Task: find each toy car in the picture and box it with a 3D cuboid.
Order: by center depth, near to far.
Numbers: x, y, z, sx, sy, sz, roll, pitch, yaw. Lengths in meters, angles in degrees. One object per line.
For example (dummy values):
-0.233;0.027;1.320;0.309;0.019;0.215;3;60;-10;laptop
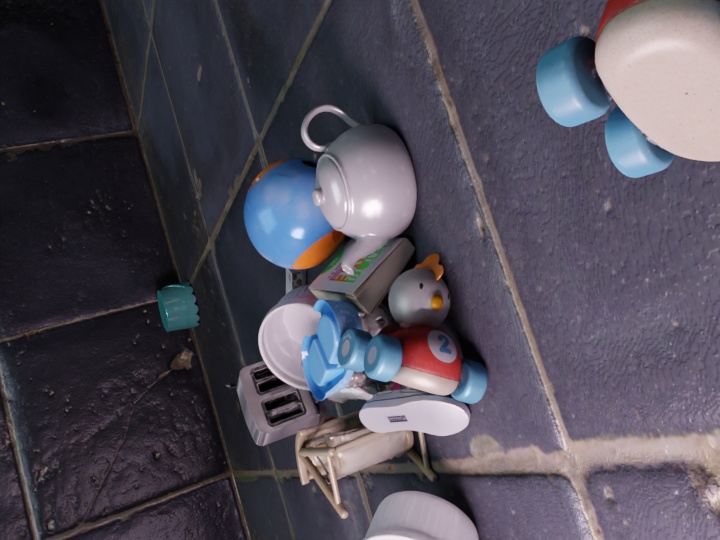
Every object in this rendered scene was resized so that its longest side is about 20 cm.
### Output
0.256;-0.205;0.524;0.183;0.175;0.205;-14;58;53;toy car
0.090;0.070;1.032;0.176;0.181;0.205;2;77;64;toy car

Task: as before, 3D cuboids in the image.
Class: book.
0.000;0.000;1.193;0.048;0.134;0.199;46;163;-20;book

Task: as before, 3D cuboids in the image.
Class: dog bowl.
-0.046;0.128;1.149;0.113;0.049;0.202;64;150;33;dog bowl

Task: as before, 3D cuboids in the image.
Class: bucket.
-0.773;0.155;2.960;0.207;0.132;0.212;39;136;53;bucket

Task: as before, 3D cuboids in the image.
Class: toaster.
-0.214;0.319;1.744;0.119;0.196;0.184;112;138;-59;toaster

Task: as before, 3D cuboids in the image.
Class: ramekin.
0.099;0.454;1.141;0.196;0.098;0.204;12;131;14;ramekin
-0.096;0.126;1.390;0.106;0.195;0.204;-66;-21;-60;ramekin

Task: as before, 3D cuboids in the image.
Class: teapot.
-0.012;-0.136;1.115;0.201;0.143;0.201;50;145;45;teapot

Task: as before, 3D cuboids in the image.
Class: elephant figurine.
0.025;0.098;1.214;0.142;0.151;0.204;-82;4;-61;elephant figurine

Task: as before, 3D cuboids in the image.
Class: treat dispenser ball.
-0.117;-0.105;1.295;0.201;0.197;0.205;42;140;50;treat dispenser ball

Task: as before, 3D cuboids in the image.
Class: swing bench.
0.001;0.323;1.270;0.199;0.195;0.133;7;110;63;swing bench

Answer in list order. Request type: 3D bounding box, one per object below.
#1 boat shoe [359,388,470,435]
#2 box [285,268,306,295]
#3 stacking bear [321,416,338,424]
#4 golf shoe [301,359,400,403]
0.092;0.223;1.138;0.197;0.066;0.073;-14;114;36;boat shoe
-0.154;0.075;1.672;0.042;0.038;0.204;49;145;47;box
-0.033;0.374;1.494;0.200;0.119;0.116;119;140;-69;stacking bear
-0.018;0.213;1.321;0.196;0.076;0.093;18;131;15;golf shoe
